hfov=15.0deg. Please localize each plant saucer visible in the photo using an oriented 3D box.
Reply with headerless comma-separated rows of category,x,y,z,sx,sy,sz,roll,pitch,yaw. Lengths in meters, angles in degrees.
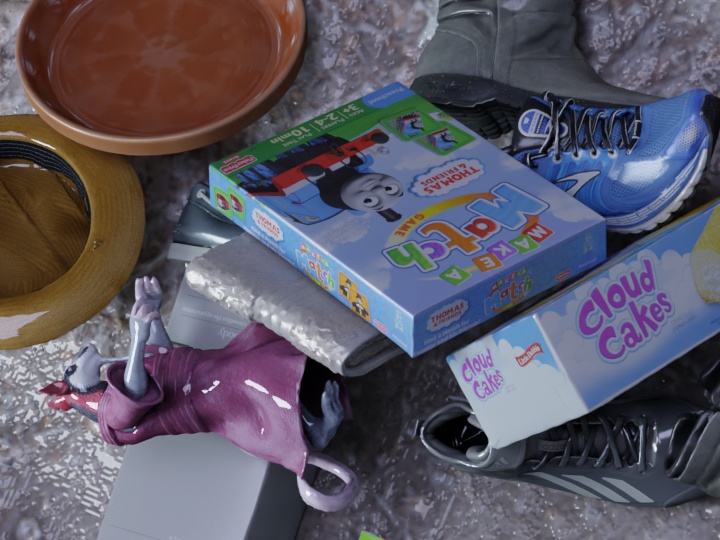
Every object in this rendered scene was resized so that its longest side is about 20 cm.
plant saucer,-0.135,-0.153,1.865,0.200,0.032,0.200,-4,50,5

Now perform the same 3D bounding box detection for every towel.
towel,0.000,0.000,1.682,0.132,0.200,0.034,28,124,29

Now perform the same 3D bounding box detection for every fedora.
fedora,-0.234,-0.014,1.849,0.200,0.082,0.201,-4,54,5

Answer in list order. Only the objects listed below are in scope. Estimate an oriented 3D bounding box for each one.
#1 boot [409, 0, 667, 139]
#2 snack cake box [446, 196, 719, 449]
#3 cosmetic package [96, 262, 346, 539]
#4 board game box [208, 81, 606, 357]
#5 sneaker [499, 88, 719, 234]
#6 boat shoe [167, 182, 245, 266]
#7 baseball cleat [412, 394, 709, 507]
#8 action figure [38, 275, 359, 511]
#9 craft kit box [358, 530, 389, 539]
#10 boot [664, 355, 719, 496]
boot,0.130,-0.148,1.774,0.200,0.068,0.131,10,69,22
snack cake box,0.163,0.023,1.615,0.200,0.115,0.067,-30,91,-29
cosmetic package,-0.085,0.108,1.769,0.107,0.090,0.200,12,76,22
board game box,0.027,-0.035,1.653,0.151,0.037,0.200,-26,44,-30
sneaker,0.139,-0.068,1.682,0.200,0.089,0.079,-25,34,43
boat shoe,-0.036,-0.022,1.798,0.200,0.073,0.062,7,80,30
baseball cleat,0.129,0.110,1.665,0.200,0.106,0.070,-2,87,28
action figure,-0.101,0.077,1.699,0.200,0.134,0.149,-10,99,15
craft kit box,0.110,0.223,1.585,0.197,0.200,0.049,22,82,27
boot,0.278,0.070,1.597,0.131,0.068,0.200,37,93,-7
